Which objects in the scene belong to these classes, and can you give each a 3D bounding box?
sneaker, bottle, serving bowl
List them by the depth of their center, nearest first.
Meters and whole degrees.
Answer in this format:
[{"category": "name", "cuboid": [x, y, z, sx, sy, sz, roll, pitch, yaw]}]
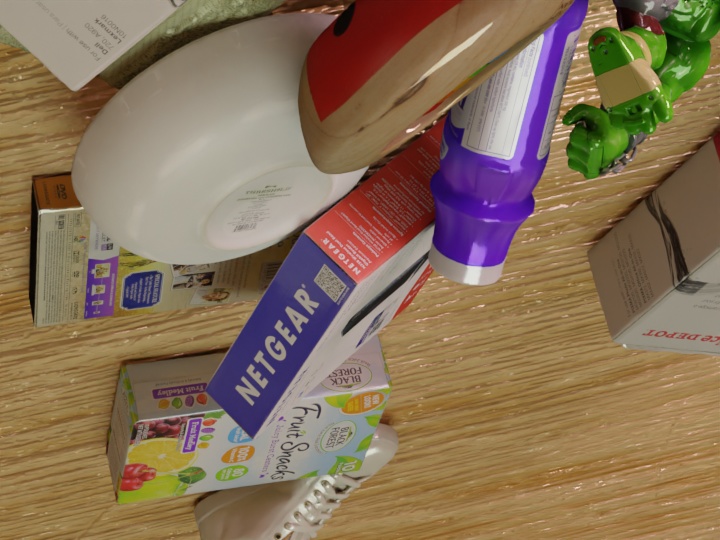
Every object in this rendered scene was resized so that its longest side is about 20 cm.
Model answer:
[{"category": "serving bowl", "cuboid": [-0.067, -0.062, 1.336, 0.199, 0.066, 0.200, -22, 156, -10]}, {"category": "bottle", "cuboid": [0.083, -0.089, 1.341, 0.065, 0.084, 0.201, 12, 118, -2]}, {"category": "sneaker", "cuboid": [-0.044, 0.197, 1.867, 0.199, 0.085, 0.073, -31, 146, 24]}]

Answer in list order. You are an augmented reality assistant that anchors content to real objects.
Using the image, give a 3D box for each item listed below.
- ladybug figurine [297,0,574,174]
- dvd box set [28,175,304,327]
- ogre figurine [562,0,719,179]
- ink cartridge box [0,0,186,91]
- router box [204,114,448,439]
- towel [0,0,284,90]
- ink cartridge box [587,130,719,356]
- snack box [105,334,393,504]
[{"category": "ladybug figurine", "cuboid": [0.038, -0.128, 1.218, 0.200, 0.072, 0.136, -37, 177, 30]}, {"category": "dvd box set", "cuboid": [-0.118, -0.022, 1.494, 0.199, 0.030, 0.147, -8, 150, -13]}, {"category": "ogre figurine", "cuboid": [0.179, -0.159, 1.300, 0.098, 0.201, 0.120, 9, -156, 32]}, {"category": "ink cartridge box", "cuboid": [-0.084, -0.197, 1.062, 0.200, 0.146, 0.084, -34, 115, 30]}, {"category": "router box", "cuboid": [0.000, 0.000, 1.476, 0.179, 0.049, 0.200, -40, 170, -38]}, {"category": "towel", "cuboid": [-0.100, -0.167, 1.240, 0.200, 0.037, 0.148, -34, 146, 31]}, {"category": "ink cartridge box", "cuboid": [0.280, -0.025, 1.631, 0.144, 0.084, 0.200, 6, 145, -35]}, {"category": "snack box", "cuboid": [-0.087, 0.114, 1.728, 0.199, 0.053, 0.142, -7, 151, -16]}]
